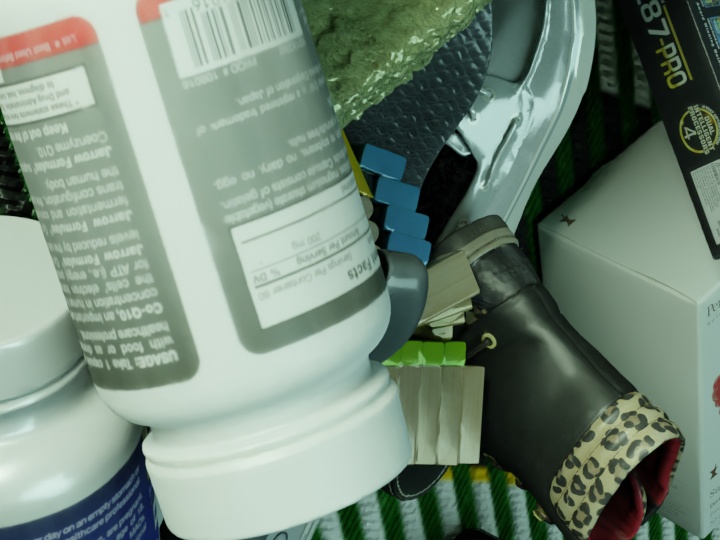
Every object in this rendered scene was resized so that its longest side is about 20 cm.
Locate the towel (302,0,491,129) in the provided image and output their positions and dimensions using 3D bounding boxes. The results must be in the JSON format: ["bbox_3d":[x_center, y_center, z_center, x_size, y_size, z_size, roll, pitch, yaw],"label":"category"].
[{"bbox_3d":[0.003,-0.156,0.773,0.200,0.148,0.037,-44,172,-22],"label":"towel"}]

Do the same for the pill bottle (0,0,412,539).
[{"bbox_3d":[-0.055,-0.014,0.676,0.114,0.113,0.201,-25,104,-39],"label":"pill bottle"}]

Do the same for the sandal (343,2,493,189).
[{"bbox_3d":[0.006,-0.066,0.906,0.076,0.043,0.201,13,119,-12],"label":"sandal"}]

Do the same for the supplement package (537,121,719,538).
[{"bbox_3d":[0.194,0.036,1.141,0.121,0.119,0.201,-39,138,-28],"label":"supplement package"}]

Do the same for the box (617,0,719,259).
[{"bbox_3d":[0.218,-0.117,1.033,0.161,0.049,0.201,-13,81,-46],"label":"box"}]

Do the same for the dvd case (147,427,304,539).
[{"bbox_3d":[-0.078,0.117,0.944,0.150,0.025,0.201,18,97,-54],"label":"dvd case"}]

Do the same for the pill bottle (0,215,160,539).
[{"bbox_3d":[-0.143,0.086,0.762,0.119,0.119,0.201,-31,135,-35],"label":"pill bottle"}]

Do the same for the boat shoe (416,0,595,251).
[{"bbox_3d":[0.054,-0.073,0.950,0.068,0.072,0.201,-5,127,-52],"label":"boat shoe"}]

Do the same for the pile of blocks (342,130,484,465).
[{"bbox_3d":[0.000,0.000,0.883,0.082,0.062,0.201,-24,101,-24],"label":"pile of blocks"}]

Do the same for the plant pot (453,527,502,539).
[{"bbox_3d":[0.097,0.278,1.136,0.199,0.199,0.178,-44,130,-22],"label":"plant pot"}]

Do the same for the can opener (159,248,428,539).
[{"bbox_3d":[-0.028,0.071,0.801,0.066,0.054,0.201,5,131,-27],"label":"can opener"}]

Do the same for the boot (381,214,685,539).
[{"bbox_3d":[0.075,0.086,0.946,0.073,0.151,0.201,-24,148,-36],"label":"boot"}]
